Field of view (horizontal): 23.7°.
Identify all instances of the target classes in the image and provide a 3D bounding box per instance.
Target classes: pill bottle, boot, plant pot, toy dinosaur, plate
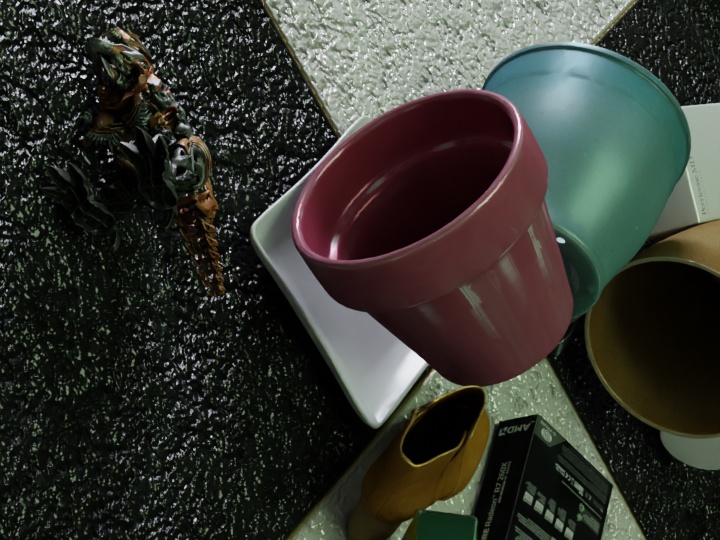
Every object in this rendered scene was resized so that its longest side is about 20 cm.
[{"bbox_3d":[0.369,0.101,1.743,0.111,0.111,0.200,50,46,-25],"label":"pill bottle"},{"bbox_3d":[0.072,0.132,1.373,0.071,0.144,0.201,40,46,8],"label":"boot"},{"bbox_3d":[0.340,0.031,1.632,0.200,0.186,0.187,-39,107,-48],"label":"plant pot"},{"bbox_3d":[0.074,-0.014,1.350,0.179,0.200,0.200,55,44,-34],"label":"plant pot"},{"bbox_3d":[-0.146,-0.079,1.253,0.200,0.102,0.136,46,27,1],"label":"toy dinosaur"},{"bbox_3d":[0.171,-0.065,1.513,0.200,0.200,0.188,48,48,-26],"label":"plant pot"},{"bbox_3d":[0.000,0.000,1.428,0.200,0.032,0.200,58,43,-16],"label":"plate"}]

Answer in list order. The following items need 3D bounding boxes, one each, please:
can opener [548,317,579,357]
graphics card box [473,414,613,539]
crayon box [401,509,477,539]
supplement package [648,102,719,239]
[{"bbox_3d":[0.193,-0.014,1.639,0.063,0.079,0.200,18,53,0],"label":"can opener"},{"bbox_3d":[0.152,0.242,1.503,0.125,0.051,0.200,42,51,-31],"label":"graphics card box"},{"bbox_3d":[0.050,0.298,1.317,0.051,0.127,0.200,8,67,-3],"label":"crayon box"},{"bbox_3d":[0.335,-0.101,1.766,0.200,0.120,0.121,-11,87,-49],"label":"supplement package"}]
